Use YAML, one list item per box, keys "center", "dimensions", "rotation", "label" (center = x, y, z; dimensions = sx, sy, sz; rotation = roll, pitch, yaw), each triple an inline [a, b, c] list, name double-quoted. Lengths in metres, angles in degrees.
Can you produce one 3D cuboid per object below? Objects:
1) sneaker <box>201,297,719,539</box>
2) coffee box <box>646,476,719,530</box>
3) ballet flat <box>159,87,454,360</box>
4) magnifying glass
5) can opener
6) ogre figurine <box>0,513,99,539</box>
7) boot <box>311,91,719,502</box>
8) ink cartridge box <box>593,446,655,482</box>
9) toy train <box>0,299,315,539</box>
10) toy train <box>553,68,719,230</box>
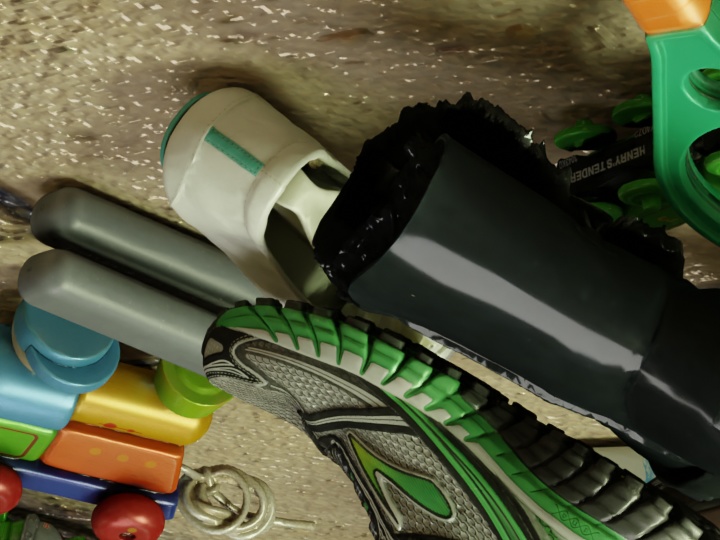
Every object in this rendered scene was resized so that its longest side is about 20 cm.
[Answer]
- center: [0.021, 0.074, 0.828]
  dimensions: [0.200, 0.085, 0.078]
  rotation: [32, 180, 25]
  label: "sneaker"
- center: [0.182, 0.089, 0.925]
  dimensions: [0.200, 0.080, 0.114]
  rotation: [-28, -179, -36]
  label: "coffee box"
- center: [0.000, 0.000, 0.897]
  dimensions: [0.069, 0.070, 0.200]
  rotation: [-7, 152, 30]
  label: "ballet flat"
- center: [0.103, -0.063, 0.719]
  dimensions: [0.079, 0.022, 0.200]
  rotation: [-4, 143, 37]
  label: "magnifying glass"
- center: [-0.061, 0.024, 1.007]
  dimensions: [0.066, 0.053, 0.200]
  rotation: [-13, 151, 42]
  label: "can opener"
- center: [-0.192, 0.166, 1.341]
  dimensions: [0.119, 0.200, 0.099]
  rotation: [18, 113, -3]
  label: "ogre figurine"
- center: [0.068, 0.008, 0.797]
  dimensions: [0.168, 0.077, 0.200]
  rotation: [30, 180, -4]
  label: "boot"
- center: [0.179, 0.172, 1.188]
  dimensions: [0.199, 0.145, 0.145]
  rotation: [-3, 157, 24]
  label: "ink cartridge box"
- center: [-0.085, 0.067, 1.100]
  dimensions: [0.199, 0.085, 0.116]
  rotation: [16, 143, -23]
  label: "toy train"
- center: [0.140, -0.049, 0.790]
  dimensions: [0.056, 0.042, 0.200]
  rotation: [10, 160, -37]
  label: "toy train"
